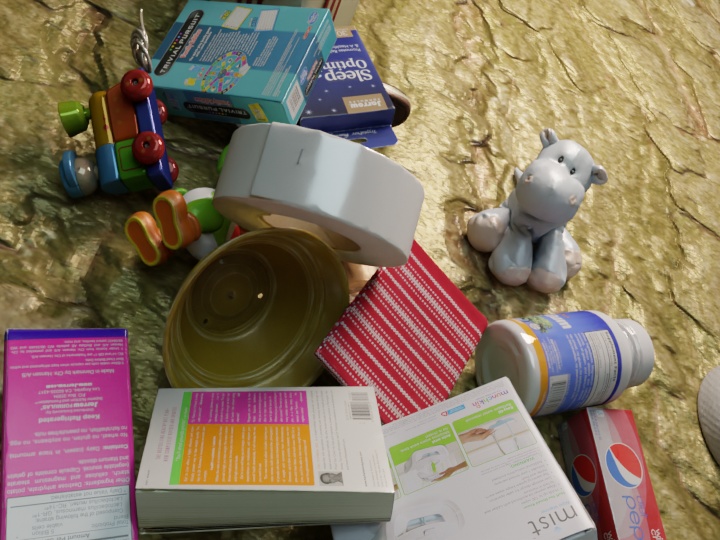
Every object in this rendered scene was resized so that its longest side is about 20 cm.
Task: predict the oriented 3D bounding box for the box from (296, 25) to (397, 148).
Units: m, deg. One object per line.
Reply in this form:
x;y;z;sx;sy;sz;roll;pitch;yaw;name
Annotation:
-0.034;-0.226;0.883;0.119;0.033;0.202;-10;56;-17;box

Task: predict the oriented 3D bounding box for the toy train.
-0.274;-0.180;0.781;0.113;0.085;0.204;-13;79;-5;toy train

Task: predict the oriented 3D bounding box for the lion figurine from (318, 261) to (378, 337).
0.000;0.000;0.833;0.120;0.073;0.202;-2;47;-13;lion figurine

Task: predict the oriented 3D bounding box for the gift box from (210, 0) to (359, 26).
-0.074;-0.410;0.968;0.199;0.187;0.185;40;53;5;gift box

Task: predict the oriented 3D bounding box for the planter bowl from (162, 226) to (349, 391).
-0.114;0.039;0.712;0.197;0.204;0.083;-16;31;-31;planter bowl

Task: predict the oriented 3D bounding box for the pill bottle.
0.242;0.106;0.840;0.196;0.112;0.114;-4;62;-26;pill bottle

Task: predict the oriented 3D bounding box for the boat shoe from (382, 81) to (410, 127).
-0.028;-0.247;0.962;0.198;0.075;0.076;8;51;-19;boat shoe

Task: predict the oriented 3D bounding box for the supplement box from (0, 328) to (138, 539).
-0.243;0.161;0.595;0.101;0.101;0.203;2;61;-24;supplement box

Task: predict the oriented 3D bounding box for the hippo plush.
0.252;-0.079;0.926;0.159;0.161;0.200;42;53;6;hippo plush

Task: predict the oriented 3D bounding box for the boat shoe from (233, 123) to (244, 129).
-0.101;-0.156;0.875;0.200;0.062;0.075;42;61;15;boat shoe

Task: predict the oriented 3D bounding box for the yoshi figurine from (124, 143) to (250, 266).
-0.158;-0.085;0.780;0.111;0.114;0.199;30;33;21;yoshi figurine

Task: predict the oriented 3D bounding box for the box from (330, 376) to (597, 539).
0.077;0.212;0.618;0.197;0.098;0.177;-21;35;-3;box

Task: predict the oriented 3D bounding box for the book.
-0.078;0.149;0.606;0.195;0.049;0.134;1;30;-8;book

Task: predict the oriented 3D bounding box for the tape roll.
-0.040;-0.067;0.695;0.199;0.202;0.072;19;81;-12;tape roll

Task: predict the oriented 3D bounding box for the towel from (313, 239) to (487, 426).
0.049;0.070;0.752;0.145;0.022;0.201;46;51;-8;towel

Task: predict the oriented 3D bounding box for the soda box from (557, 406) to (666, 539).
0.281;0.258;0.794;0.069;0.064;0.203;7;58;-20;soda box

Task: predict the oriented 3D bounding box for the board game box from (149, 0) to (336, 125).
-0.145;-0.248;0.854;0.196;0.047;0.153;11;61;20;board game box

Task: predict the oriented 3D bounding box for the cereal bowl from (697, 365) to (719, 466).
0.548;0.200;0.938;0.196;0.084;0.203;12;55;-18;cereal bowl
